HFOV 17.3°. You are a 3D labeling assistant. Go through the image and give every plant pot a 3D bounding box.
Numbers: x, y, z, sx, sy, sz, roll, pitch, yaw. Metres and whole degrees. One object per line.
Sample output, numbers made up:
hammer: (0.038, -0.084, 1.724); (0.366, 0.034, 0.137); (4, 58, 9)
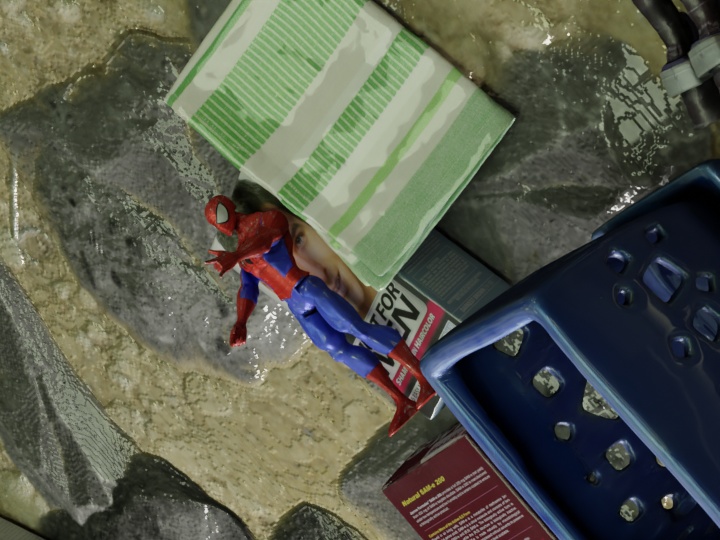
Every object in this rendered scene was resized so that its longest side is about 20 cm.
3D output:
plant pot: (0.184, 0.057, 1.408); (0.200, 0.180, 0.200); (50, 158, -1)

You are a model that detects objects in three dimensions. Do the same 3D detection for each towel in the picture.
towel: (-0.019, -0.104, 1.551); (0.200, 0.023, 0.153); (41, 111, 11)

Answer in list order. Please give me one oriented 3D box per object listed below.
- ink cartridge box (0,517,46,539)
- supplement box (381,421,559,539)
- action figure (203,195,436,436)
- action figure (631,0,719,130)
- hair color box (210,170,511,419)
ink cartridge box: (-0.298, 0.315, 2.106); (0.199, 0.047, 0.198); (22, 130, 23)
supplement box: (0.121, 0.195, 1.669); (0.200, 0.061, 0.109); (50, 136, -3)
action figure: (-0.045, 0.034, 1.576); (0.200, 0.099, 0.065); (47, 136, 5)
action figure: (0.167, -0.180, 1.361); (0.130, 0.069, 0.200); (-24, 99, 53)
hair color box: (0.000, 0.000, 1.626); (0.200, 0.061, 0.099); (37, 136, 12)
